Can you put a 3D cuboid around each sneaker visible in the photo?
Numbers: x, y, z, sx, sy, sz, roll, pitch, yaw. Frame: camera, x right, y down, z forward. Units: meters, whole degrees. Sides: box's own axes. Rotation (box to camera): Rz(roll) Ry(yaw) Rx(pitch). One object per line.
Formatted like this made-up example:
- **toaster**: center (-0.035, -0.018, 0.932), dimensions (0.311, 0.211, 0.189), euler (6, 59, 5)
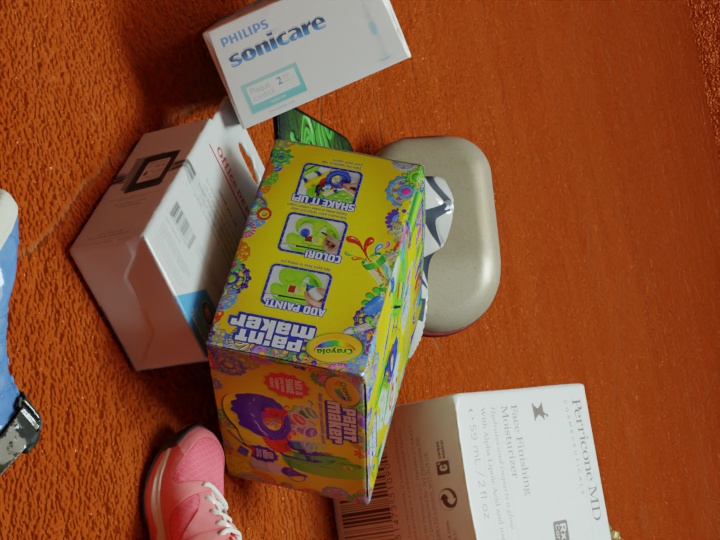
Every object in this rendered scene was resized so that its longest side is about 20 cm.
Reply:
- **sneaker**: center (-0.110, 0.202, 1.214), dimensions (0.074, 0.086, 0.201), euler (53, 34, -46)
- **sneaker**: center (0.000, 0.000, 1.559), dimensions (0.080, 0.129, 0.200), euler (-108, -150, -54)
- **sneaker**: center (-0.234, 0.054, 1.011), dimensions (0.111, 0.076, 0.201), euler (50, 41, -38)

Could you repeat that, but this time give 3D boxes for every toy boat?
- **toy boat**: center (0.070, -0.029, 1.704), dimensions (0.131, 0.129, 0.202), euler (101, -14, -74)

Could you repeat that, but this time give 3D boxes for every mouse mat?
- **mouse mat**: center (-0.036, -0.048, 1.585), dimensions (0.161, 0.007, 0.202), euler (23, 58, -62)

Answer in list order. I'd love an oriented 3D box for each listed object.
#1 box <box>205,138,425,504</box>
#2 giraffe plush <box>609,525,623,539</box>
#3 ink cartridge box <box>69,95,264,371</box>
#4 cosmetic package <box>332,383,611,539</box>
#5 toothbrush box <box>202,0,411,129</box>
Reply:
- **box**: center (-0.028, 0.042, 1.307), dimensions (0.201, 0.121, 0.194), euler (89, 14, -55)
- **giraffe plush**: center (0.209, 0.327, 1.772), dimensions (0.172, 0.161, 0.202), euler (-2, 82, -65)
- **ink cartridge box**: center (-0.135, -0.032, 1.282), dimensions (0.201, 0.066, 0.116), euler (-68, 140, -51)
- **cosmetic package**: center (0.097, 0.198, 1.522), dimensions (0.199, 0.164, 0.166), euler (-1, 79, -48)
- **toothbrush box**: center (-0.042, -0.192, 1.378), dimensions (0.200, 0.145, 0.086), euler (-97, 164, -80)
